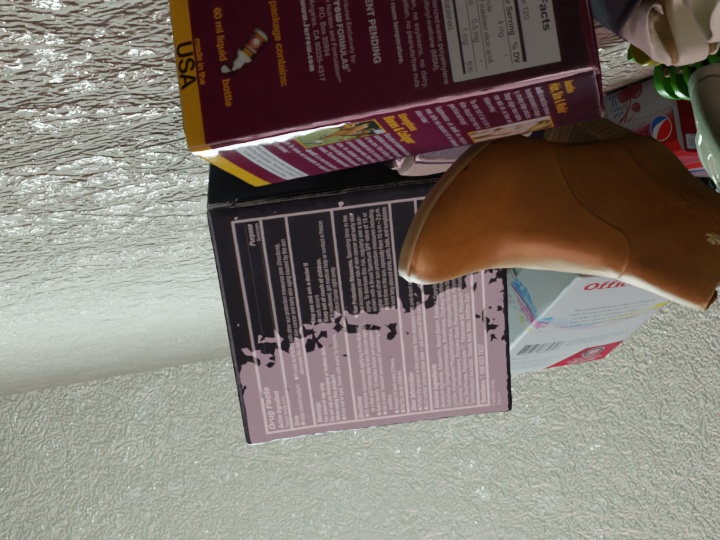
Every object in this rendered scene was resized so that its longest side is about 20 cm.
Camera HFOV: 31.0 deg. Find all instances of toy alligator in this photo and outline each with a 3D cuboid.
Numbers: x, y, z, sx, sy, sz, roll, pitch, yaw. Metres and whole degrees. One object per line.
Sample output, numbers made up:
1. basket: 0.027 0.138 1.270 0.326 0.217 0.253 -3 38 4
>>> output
1. toy alligator: 0.221 -0.141 0.770 0.059 0.055 0.200 -6 172 -23

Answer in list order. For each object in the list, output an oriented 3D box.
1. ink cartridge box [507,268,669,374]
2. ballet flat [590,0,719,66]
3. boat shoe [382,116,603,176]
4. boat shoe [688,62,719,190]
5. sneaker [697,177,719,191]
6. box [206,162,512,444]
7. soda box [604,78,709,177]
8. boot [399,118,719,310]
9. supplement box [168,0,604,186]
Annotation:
1. ink cartridge box: 0.182 -0.017 1.142 0.143 0.146 0.200 -6 155 -26
2. ballet flat: 0.162 -0.141 0.645 0.072 0.074 0.200 -7 173 -10
3. boat shoe: 0.101 -0.113 0.807 0.198 0.075 0.093 -17 163 -38
4. boat shoe: 0.238 -0.088 0.772 0.067 0.072 0.200 -30 162 10
5. sneaker: 0.378 -0.098 1.307 0.079 0.076 0.199 11 154 -37
6. box: 0.000 0.000 0.930 0.195 0.202 0.124 -7 -148 -2
7. soda box: 0.282 -0.113 1.039 0.198 0.064 0.070 -2 170 -42
8. boot: 0.129 -0.020 0.720 0.200 0.143 0.071 -34 150 -40
9. supplement box: 0.017 -0.109 0.650 0.197 0.087 0.110 -10 173 12
